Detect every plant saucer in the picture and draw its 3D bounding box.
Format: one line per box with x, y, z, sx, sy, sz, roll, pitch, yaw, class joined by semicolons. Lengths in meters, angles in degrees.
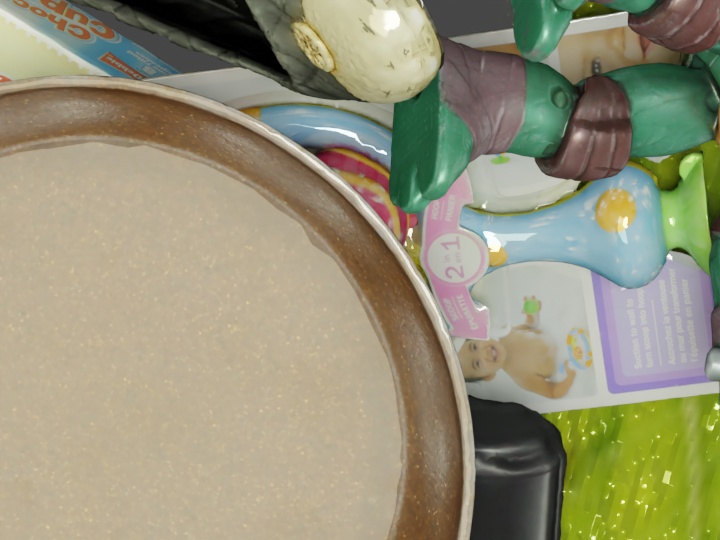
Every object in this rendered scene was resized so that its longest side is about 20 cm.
-0.069;0.048;0.778;0.199;0.034;0.201;1;100;4;plant saucer

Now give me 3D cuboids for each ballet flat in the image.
-0.051;-0.076;0.776;0.200;0.057;0.067;24;143;46;ballet flat

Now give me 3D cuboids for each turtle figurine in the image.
0.116;-0.035;0.759;0.199;0.101;0.150;13;120;-22;turtle figurine

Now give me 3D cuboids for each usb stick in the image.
0.026;0.122;0.847;0.055;0.033;0.201;3;121;3;usb stick

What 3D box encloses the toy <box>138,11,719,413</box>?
0.000;0.000;0.816;0.199;0.047;0.116;-9;111;3;toy

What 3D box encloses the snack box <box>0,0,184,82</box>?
-0.151;-0.049;0.866;0.200;0.037;0.116;32;110;4;snack box
